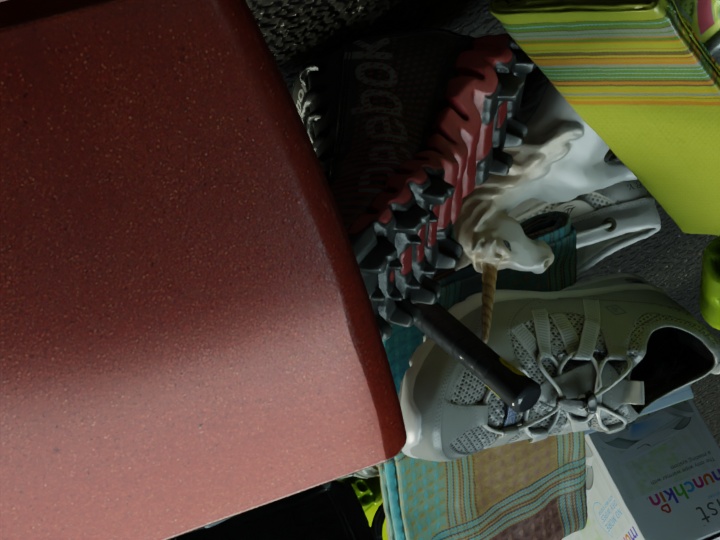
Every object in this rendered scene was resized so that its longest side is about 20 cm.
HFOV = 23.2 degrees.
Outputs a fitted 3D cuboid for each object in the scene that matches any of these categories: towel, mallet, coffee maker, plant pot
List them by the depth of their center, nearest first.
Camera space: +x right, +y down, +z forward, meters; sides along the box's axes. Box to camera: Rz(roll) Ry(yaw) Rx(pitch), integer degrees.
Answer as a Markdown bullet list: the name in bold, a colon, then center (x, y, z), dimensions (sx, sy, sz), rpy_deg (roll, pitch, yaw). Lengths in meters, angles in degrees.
- **plant pot**: center (-0.119, -0.030, 0.593), dimensions (0.200, 0.200, 0.177), rpy_deg (-18, 125, -18)
- **towel**: center (0.140, -0.068, 0.788), dimensions (0.086, 0.018, 0.200), rpy_deg (6, 157, 40)
- **mallet**: center (0.009, -0.002, 0.801), dimensions (0.041, 0.200, 0.066), rpy_deg (-56, 159, 13)
- **towel**: center (0.067, 0.081, 0.934), dimensions (0.146, 0.022, 0.200), rpy_deg (-25, 121, -32)
- **coffee maker**: center (-0.072, 0.221, 1.207), dimensions (0.192, 0.135, 0.200), rpy_deg (9, 157, -18)

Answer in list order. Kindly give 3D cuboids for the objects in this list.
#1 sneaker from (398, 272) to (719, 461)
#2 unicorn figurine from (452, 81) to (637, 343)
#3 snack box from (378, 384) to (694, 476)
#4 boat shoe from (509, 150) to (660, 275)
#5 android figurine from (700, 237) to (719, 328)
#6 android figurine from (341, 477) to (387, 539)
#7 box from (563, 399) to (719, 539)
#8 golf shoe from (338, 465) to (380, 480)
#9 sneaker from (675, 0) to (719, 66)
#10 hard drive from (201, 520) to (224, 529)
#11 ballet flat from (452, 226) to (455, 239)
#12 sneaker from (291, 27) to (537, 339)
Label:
- **sneaker**: center (0.104, 0.048, 0.882), dimensions (0.200, 0.082, 0.075), rpy_deg (-20, 120, -35)
- **unicorn figurine**: center (0.117, -0.069, 0.882), dimensions (0.137, 0.074, 0.200), rpy_deg (2, 108, -33)
- **snack box**: center (0.081, 0.076, 1.092), dimensions (0.168, 0.068, 0.200), rpy_deg (-16, -178, -23)
- **boat shoe**: center (0.088, 0.005, 1.039), dimensions (0.200, 0.069, 0.071), rpy_deg (-37, 156, 25)
- **android figurine**: center (0.229, -0.053, 0.954), dimensions (0.200, 0.041, 0.182), rpy_deg (70, 41, -66)
- **android figurine**: center (0.041, 0.207, 1.392), dimensions (0.182, 0.041, 0.200), rpy_deg (20, 135, -28)
- **box**: center (0.197, 0.166, 1.350), dimensions (0.097, 0.177, 0.200), rpy_deg (-17, 156, -19)
- **golf shoe**: center (-0.076, 0.073, 0.891), dimensions (0.097, 0.078, 0.200), rpy_deg (-11, 157, 42)
- **sneaker**: center (0.164, -0.160, 0.772), dimensions (0.200, 0.090, 0.078), rpy_deg (-47, -167, 28)
- **hard drive**: center (-0.118, 0.129, 1.018), dimensions (0.135, 0.042, 0.200), rpy_deg (-18, 180, 8)
- **ballet flat**: center (0.000, 0.000, 0.954), dimensions (0.200, 0.072, 0.072), rpy_deg (-34, 155, 21)
- **sneaker**: center (0.004, -0.044, 0.752), dimensions (0.201, 0.098, 0.071), rpy_deg (-59, 161, -46)
